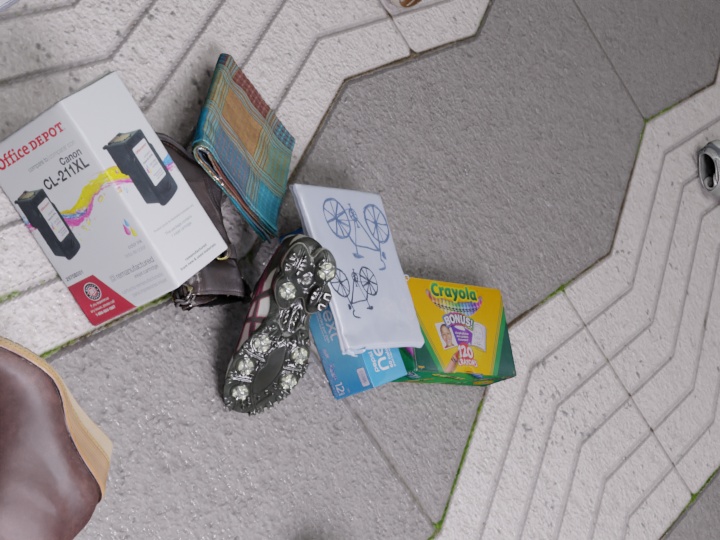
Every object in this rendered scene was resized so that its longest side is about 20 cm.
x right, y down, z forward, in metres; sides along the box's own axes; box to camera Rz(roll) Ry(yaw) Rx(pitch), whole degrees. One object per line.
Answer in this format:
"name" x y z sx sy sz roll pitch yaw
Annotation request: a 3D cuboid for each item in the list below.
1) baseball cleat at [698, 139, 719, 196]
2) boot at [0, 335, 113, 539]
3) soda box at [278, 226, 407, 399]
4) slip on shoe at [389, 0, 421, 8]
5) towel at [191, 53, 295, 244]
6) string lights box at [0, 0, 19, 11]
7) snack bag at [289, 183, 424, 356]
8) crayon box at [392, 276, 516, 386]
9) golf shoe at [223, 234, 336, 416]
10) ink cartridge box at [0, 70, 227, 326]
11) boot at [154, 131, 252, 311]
"baseball cleat" 0.671 -0.138 2.372 0.106 0.070 0.200 -35 90 -43
"boot" -0.303 0.164 1.122 0.200 0.072 0.166 48 41 -27
"soda box" -0.020 0.041 1.505 0.068 0.064 0.200 -15 84 -50
"slip on shoe" 0.079 -0.437 1.851 0.061 0.076 0.200 26 51 13
"towel" -0.126 -0.141 1.456 0.147 0.022 0.200 52 26 -30
"string lights box" -0.406 -0.333 1.254 0.200 0.059 0.103 55 41 -14
"snack bag" 0.000 0.000 1.466 0.189 0.021 0.200 1 69 -61
"crayon box" 0.104 0.078 1.629 0.200 0.058 0.119 7 67 -46
"golf shoe" -0.088 0.057 1.376 0.077 0.088 0.200 23 99 -24
"ink cartridge box" -0.244 -0.066 1.241 0.200 0.146 0.083 58 43 -10
"boot" -0.192 -0.045 1.349 0.200 0.069 0.174 7 67 -49
